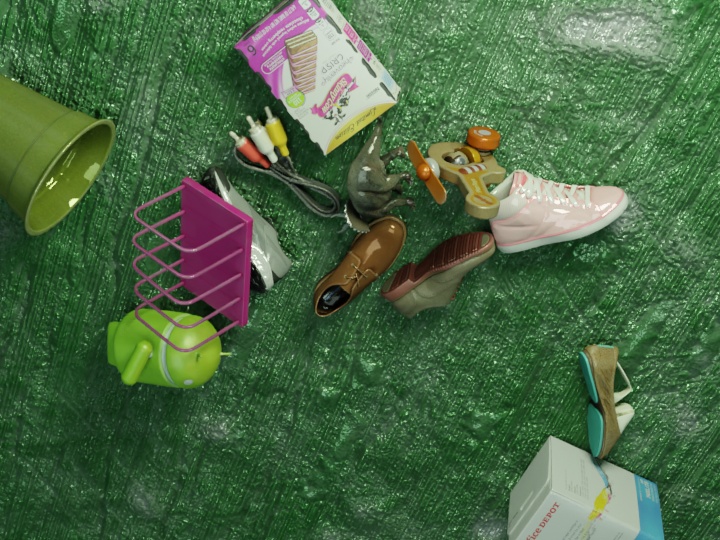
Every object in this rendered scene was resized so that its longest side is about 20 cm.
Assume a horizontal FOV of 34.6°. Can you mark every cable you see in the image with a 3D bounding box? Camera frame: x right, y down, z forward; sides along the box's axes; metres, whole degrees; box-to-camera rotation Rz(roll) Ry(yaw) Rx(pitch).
[{"bbox_3d":[-0.114,-0.142,1.684,0.097,0.050,0.200,-30,109,20],"label":"cable"}]

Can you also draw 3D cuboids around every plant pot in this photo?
[{"bbox_3d":[-0.488,-0.186,1.662,0.190,0.200,0.200,35,119,5],"label":"plant pot"}]

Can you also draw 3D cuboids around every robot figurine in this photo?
[{"bbox_3d":[-0.303,0.121,1.802,0.199,0.175,0.116,5,94,30],"label":"robot figurine"}]

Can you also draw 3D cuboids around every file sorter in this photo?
[{"bbox_3d":[-0.253,-0.003,1.693,0.139,0.125,0.201,32,135,28],"label":"file sorter"}]

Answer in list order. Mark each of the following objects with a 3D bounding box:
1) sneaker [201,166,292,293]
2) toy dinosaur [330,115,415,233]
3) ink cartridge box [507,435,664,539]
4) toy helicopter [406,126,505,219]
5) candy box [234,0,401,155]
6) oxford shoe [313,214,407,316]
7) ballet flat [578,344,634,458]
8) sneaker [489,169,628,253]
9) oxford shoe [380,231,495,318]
[{"bbox_3d":[-0.174,-0.067,1.731,0.074,0.079,0.201,-19,103,57],"label":"sneaker"},{"bbox_3d":[0.019,-0.121,1.637,0.102,0.077,0.201,-16,141,-16],"label":"toy dinosaur"},{"bbox_3d":[0.354,0.393,1.842,0.199,0.146,0.147,25,120,-5],"label":"ink cartridge box"},{"bbox_3d":[0.137,-0.126,1.567,0.131,0.200,0.079,3,120,-12],"label":"toy helicopter"},{"bbox_3d":[-0.058,-0.279,1.596,0.136,0.061,0.200,-34,109,23],"label":"candy box"},{"bbox_3d":[0.000,0.000,1.733,0.071,0.071,0.200,36,116,-9],"label":"oxford shoe"},{"bbox_3d":[0.385,0.200,1.790,0.072,0.068,0.201,-14,113,-5],"label":"ballet flat"},{"bbox_3d":[0.269,-0.098,1.631,0.199,0.075,0.105,-17,120,22],"label":"sneaker"},{"bbox_3d":[0.127,0.007,1.721,0.199,0.071,0.075,-28,115,33],"label":"oxford shoe"}]
